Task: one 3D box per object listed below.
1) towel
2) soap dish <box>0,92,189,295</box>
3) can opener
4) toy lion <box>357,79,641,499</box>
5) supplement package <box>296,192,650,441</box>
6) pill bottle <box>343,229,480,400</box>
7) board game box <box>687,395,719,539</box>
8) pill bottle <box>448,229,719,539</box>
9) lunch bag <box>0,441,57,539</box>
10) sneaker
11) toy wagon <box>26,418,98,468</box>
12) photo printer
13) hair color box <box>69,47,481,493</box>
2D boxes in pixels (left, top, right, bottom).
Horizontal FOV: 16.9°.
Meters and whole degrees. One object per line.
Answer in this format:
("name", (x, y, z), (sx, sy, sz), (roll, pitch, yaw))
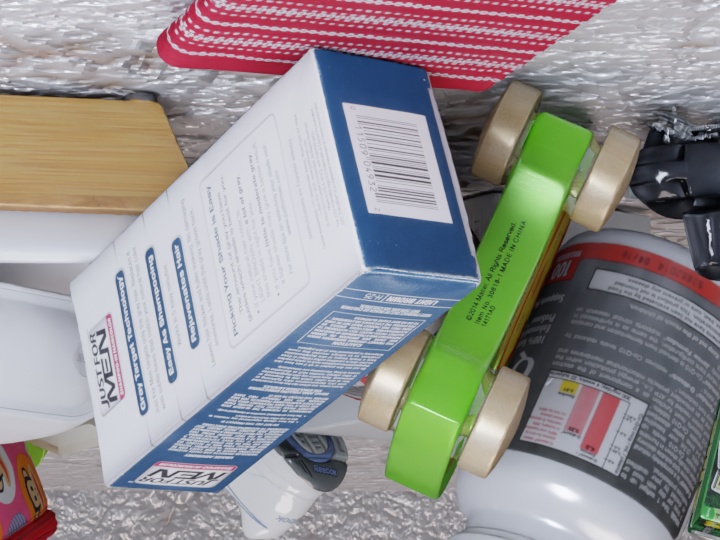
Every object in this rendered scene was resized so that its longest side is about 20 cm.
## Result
("towel", (0.015, -0.103, 0.892), (0.144, 0.023, 0.200), (2, 169, -19))
("soap dish", (-0.183, -0.032, 1.112), (0.200, 0.081, 0.157), (2, 170, -14))
("can opener", (0.162, -0.039, 1.172), (0.063, 0.079, 0.200), (5, -176, 9))
("toy lion", (0.062, 0.017, 1.114), (0.069, 0.200, 0.192), (24, 159, 6))
("supplement package", (0.061, 0.033, 1.402), (0.117, 0.117, 0.200), (6, 167, -36))
("pill bottle", (0.000, 0.000, 1.207), (0.116, 0.116, 0.200), (-2, 170, 9))
("board game box", (0.185, 0.023, 1.116), (0.023, 0.200, 0.105), (14, 172, 5))
("pill bottle", (0.118, 0.090, 1.228), (0.116, 0.200, 0.116), (22, 157, 10))
("lunch bag", (-0.259, 0.136, 1.216), (0.200, 0.082, 0.176), (-19, -177, 10))
("sneaker", (-0.095, 0.081, 1.493), (0.074, 0.200, 0.087), (-3, 137, -49))
("toy wagon", (-0.171, 0.040, 1.273), (0.155, 0.040, 0.200), (25, 124, -1))
("photo printer", (-0.221, 0.040, 1.079), (0.166, 0.070, 0.200), (-7, 168, 35))
("hair color box", (-0.040, 0.005, 0.988), (0.060, 0.100, 0.200), (7, 148, -36))
